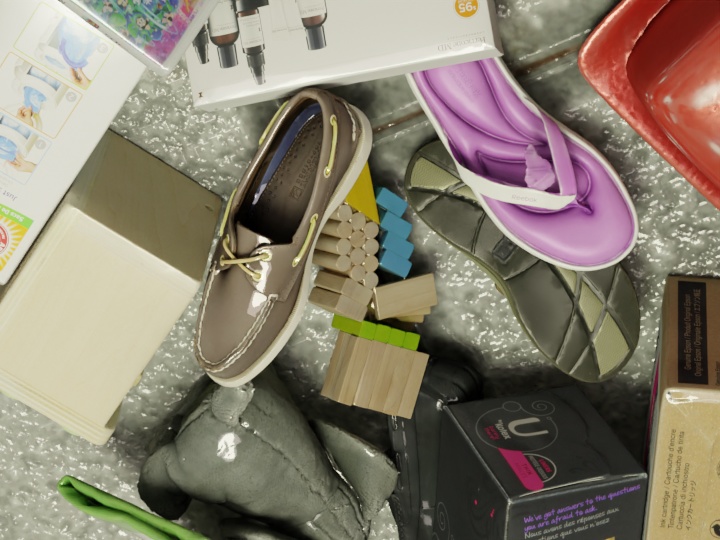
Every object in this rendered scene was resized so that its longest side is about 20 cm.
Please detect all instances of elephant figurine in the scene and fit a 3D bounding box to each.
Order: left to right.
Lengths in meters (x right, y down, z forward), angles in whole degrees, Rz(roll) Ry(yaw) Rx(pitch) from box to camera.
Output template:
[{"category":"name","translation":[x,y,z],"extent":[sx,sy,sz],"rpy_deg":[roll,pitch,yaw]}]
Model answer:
[{"category":"elephant figurine","translation":[-0.041,0.154,1.676],"extent":[0.200,0.155,0.142],"rpy_deg":[41,111,-7]}]

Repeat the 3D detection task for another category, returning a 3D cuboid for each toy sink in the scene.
[{"category":"toy sink","translation":[-0.189,0.029,1.631],"extent":[0.112,0.131,0.200],"rpy_deg":[31,114,-12]}]

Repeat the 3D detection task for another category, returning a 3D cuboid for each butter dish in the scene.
[{"category":"butter dish","translation":[0.265,-0.113,1.514],"extent":[0.199,0.148,0.200],"rpy_deg":[41,112,-16]}]

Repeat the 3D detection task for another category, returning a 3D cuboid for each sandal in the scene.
[{"category":"sandal","translation":[0.098,-0.076,1.573],"extent":[0.082,0.050,0.203],"rpy_deg":[-44,92,8]},{"category":"sandal","translation":[0.113,-0.013,1.630],"extent":[0.080,0.057,0.201],"rpy_deg":[-43,89,3]}]

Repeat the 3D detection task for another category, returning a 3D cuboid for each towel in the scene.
[{"category":"towel","translation":[-0.105,0.205,1.674],"extent":[0.200,0.149,0.031],"rpy_deg":[36,76,-47]}]

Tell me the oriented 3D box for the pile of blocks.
[{"category":"pile of blocks","translation":[0.000,0.000,1.640],"extent":[0.082,0.062,0.201],"rpy_deg":[-11,101,-24]}]

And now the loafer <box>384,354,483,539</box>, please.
[{"category":"loafer","translation":[0.044,0.146,1.712],"extent":[0.070,0.068,0.202],"rpy_deg":[15,123,20]}]

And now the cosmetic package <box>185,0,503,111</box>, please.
[{"category":"cosmetic package","translation":[-0.014,-0.160,1.551],"extent":[0.199,0.051,0.083],"rpy_deg":[-11,90,9]}]

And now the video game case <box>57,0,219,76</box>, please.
[{"category":"video game case","translation":[-0.137,-0.252,1.485],"extent":[0.182,0.024,0.201],"rpy_deg":[36,77,-13]}]

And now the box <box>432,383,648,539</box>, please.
[{"category":"box","translation":[0.116,0.197,1.646],"extent":[0.105,0.122,0.201],"rpy_deg":[-8,120,-19]}]

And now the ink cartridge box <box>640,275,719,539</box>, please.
[{"category":"ink cartridge box","translation":[0.229,0.128,1.628],"extent":[0.075,0.165,0.201],"rpy_deg":[5,116,4]}]

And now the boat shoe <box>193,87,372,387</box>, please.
[{"category":"boat shoe","translation":[-0.059,-0.023,1.558],"extent":[0.072,0.059,0.201],"rpy_deg":[27,90,28]}]

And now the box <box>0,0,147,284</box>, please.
[{"category":"box","translation":[-0.219,-0.111,1.572],"extent":[0.101,0.113,0.200],"rpy_deg":[30,114,-13]}]
